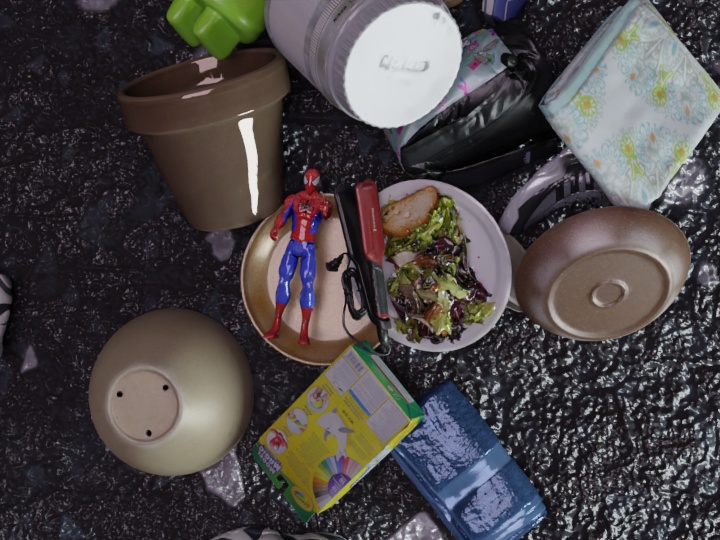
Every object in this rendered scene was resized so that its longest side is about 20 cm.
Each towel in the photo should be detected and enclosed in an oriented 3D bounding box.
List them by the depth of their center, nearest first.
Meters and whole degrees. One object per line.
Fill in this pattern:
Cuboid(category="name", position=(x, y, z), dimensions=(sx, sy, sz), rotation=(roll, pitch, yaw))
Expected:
Cuboid(category="towel", position=(0.300, -0.181, 1.661), dimensions=(0.171, 0.048, 0.200), rotation=(47, 65, -14))
Cuboid(category="towel", position=(0.120, 0.233, 1.768), dimensions=(0.111, 0.049, 0.201), rotation=(-38, 87, 7))

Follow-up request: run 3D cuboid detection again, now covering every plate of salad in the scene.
Cuboid(category="plate of salad", position=(0.073, -0.002, 1.707), dimensions=(0.198, 0.048, 0.202), rotation=(6, 107, 20))

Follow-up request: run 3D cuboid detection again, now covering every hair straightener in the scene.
Cuboid(category="hair straightener", position=(0.000, 0.000, 1.718), dimensions=(0.077, 0.041, 0.202), rotation=(-4, 101, 44))

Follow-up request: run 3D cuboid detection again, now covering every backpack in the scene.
Cuboid(category="backpack", position=(0.123, -0.181, 1.701), dimensions=(0.199, 0.167, 0.127), rotation=(-30, 46, 10))

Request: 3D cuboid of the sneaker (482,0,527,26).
Cuboid(category="sneaker", position=(0.213, -0.364, 1.713), dimensions=(0.114, 0.081, 0.201), rotation=(19, 93, 9))

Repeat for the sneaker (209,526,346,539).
Cuboid(category="sneaker", position=(-0.115, 0.350, 1.765), dimensions=(0.197, 0.130, 0.080), rotation=(3, 92, 8))

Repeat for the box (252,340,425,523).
Cuboid(category="box", position=(-0.030, 0.191, 1.761), dimensions=(0.200, 0.048, 0.118), rotation=(-45, 74, 22))

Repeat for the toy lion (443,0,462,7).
Cuboid(category="toy lion", position=(0.135, -0.397, 1.673), dimensions=(0.191, 0.069, 0.201), rotation=(-28, 59, 20))

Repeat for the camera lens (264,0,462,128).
Cuboid(category="camera lens", position=(-0.001, -0.261, 1.632), dimensions=(0.160, 0.160, 0.200), rotation=(-49, 44, 7))

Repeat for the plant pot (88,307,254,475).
Cuboid(category="plant pot", position=(-0.235, 0.150, 1.773), dimensions=(0.198, 0.134, 0.202), rotation=(0, 93, 9))

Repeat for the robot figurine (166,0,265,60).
Cuboid(category="robot figurine", position=(-0.135, -0.343, 1.736), dimensions=(0.175, 0.116, 0.201), rotation=(29, 82, 29))

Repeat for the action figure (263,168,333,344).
Cuboid(category="action figure", position=(-0.072, -0.018, 1.727), dimensions=(0.065, 0.099, 0.202), rotation=(9, 91, 6))

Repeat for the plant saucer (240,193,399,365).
Cuboid(category="plant saucer", position=(-0.041, 0.010, 1.788), dimensions=(0.198, 0.035, 0.202), rotation=(0, 92, 8))

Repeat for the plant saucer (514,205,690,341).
Cuboid(category="plant saucer", position=(0.271, 0.015, 1.679), dimensions=(0.199, 0.037, 0.201), rotation=(-4, 135, -4))

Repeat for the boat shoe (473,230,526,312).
Cuboid(category="boat shoe", position=(0.126, -0.024, 1.749), dimensions=(0.200, 0.072, 0.060), rotation=(43, 141, 1))

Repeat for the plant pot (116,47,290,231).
Cuboid(category="plant pot", position=(-0.164, -0.145, 1.738), dimensions=(0.198, 0.200, 0.176), rotation=(-9, 110, 8))

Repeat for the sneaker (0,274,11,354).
Cuboid(category="sneaker", position=(-0.518, 0.073, 1.829), dimensions=(0.197, 0.079, 0.131), rotation=(-2, 84, -2))

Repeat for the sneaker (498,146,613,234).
Cuboid(category="sneaker", position=(0.258, -0.085, 1.719), dimensions=(0.200, 0.075, 0.114), rotation=(-41, 84, 5))
